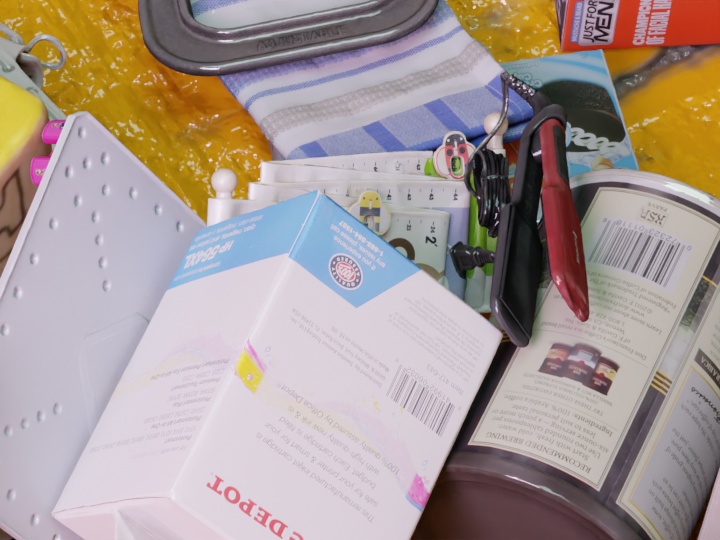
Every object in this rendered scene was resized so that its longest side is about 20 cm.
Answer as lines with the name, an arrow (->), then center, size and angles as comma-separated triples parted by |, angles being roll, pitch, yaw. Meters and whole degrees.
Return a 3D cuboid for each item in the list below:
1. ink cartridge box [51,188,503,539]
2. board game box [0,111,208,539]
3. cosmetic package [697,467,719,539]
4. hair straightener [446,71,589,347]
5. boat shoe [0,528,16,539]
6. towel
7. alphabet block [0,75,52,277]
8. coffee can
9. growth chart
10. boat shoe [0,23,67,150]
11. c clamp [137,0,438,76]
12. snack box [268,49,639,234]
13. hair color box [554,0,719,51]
ink cartridge box -> -0.046, 0.086, 1.418 | 0.128, 0.125, 0.200 | 38, 64, -23
board game box -> -0.129, 0.054, 1.462 | 0.026, 0.200, 0.201 | 3, 62, 36
cosmetic package -> 0.223, 0.111, 1.444 | 0.087, 0.200, 0.104 | 21, 60, 10
hair straightener -> 0.073, -0.033, 1.494 | 0.077, 0.041, 0.200 | -26, 38, 19
boat shoe -> -0.218, 0.150, 1.465 | 0.200, 0.073, 0.062 | -28, 61, -35
towel -> -0.002, -0.119, 1.647 | 0.146, 0.024, 0.200 | -18, 42, -18
alphabet block -> -0.283, -0.006, 1.497 | 0.195, 0.200, 0.197 | 28, 60, 14
coffee can -> 0.123, 0.069, 1.497 | 0.146, 0.147, 0.200 | 23, 59, 12
growth chart -> 0.000, 0.000, 1.545 | 0.199, 0.018, 0.145 | -11, 99, -30
boat shoe -> -0.206, -0.105, 1.629 | 0.086, 0.075, 0.202 | -23, 47, -29
c clamp -> -0.056, -0.175, 1.677 | 0.199, 0.027, 0.171 | -7, 42, 0
snack box -> 0.053, -0.058, 1.639 | 0.199, 0.037, 0.117 | -9, 56, -8
hair color box -> 0.212, -0.195, 1.720 | 0.199, 0.064, 0.111 | -4, 58, -4
